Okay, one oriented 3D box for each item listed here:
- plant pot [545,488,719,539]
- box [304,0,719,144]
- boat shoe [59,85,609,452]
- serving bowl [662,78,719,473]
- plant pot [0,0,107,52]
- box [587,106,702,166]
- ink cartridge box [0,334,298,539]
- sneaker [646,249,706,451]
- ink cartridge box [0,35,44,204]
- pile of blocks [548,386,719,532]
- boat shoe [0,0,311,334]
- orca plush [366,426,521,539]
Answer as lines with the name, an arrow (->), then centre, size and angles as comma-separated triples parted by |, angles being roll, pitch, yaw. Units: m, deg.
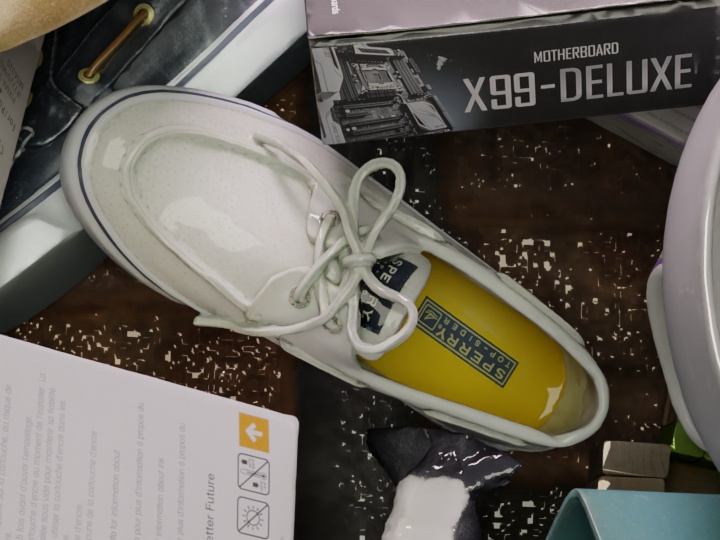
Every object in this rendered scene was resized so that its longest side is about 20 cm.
plant pot -> 0.156, 0.161, 0.877 | 0.199, 0.142, 0.142 | -1, 46, -22
box -> 0.056, -0.134, 0.930 | 0.157, 0.050, 0.201 | -6, 48, 2
boat shoe -> -0.002, 0.005, 0.912 | 0.202, 0.086, 0.075 | 34, 82, -19
serving bowl -> 0.169, 0.007, 0.851 | 0.199, 0.066, 0.201 | 4, 81, -26
plant pot -> -0.143, -0.127, 0.922 | 0.199, 0.200, 0.028 | -17, 127, -3
box -> 0.095, -0.069, 0.981 | 0.199, 0.039, 0.042 | 28, 82, 3
ink cartridge box -> -0.110, 0.115, 0.806 | 0.199, 0.047, 0.199 | 17, 64, -31
sneaker -> 0.166, 0.049, 0.921 | 0.201, 0.073, 0.114 | 46, 62, -14
ink cartridge box -> -0.214, -0.018, 0.905 | 0.199, 0.045, 0.177 | -3, 56, 17
pile of blocks -> 0.099, 0.093, 0.947 | 0.082, 0.062, 0.200 | 37, 83, 4
boat shoe -> -0.098, -0.062, 0.965 | 0.200, 0.071, 0.091 | -43, 83, -13
orca plush -> -0.011, 0.148, 0.909 | 0.105, 0.071, 0.201 | 10, 68, 6
